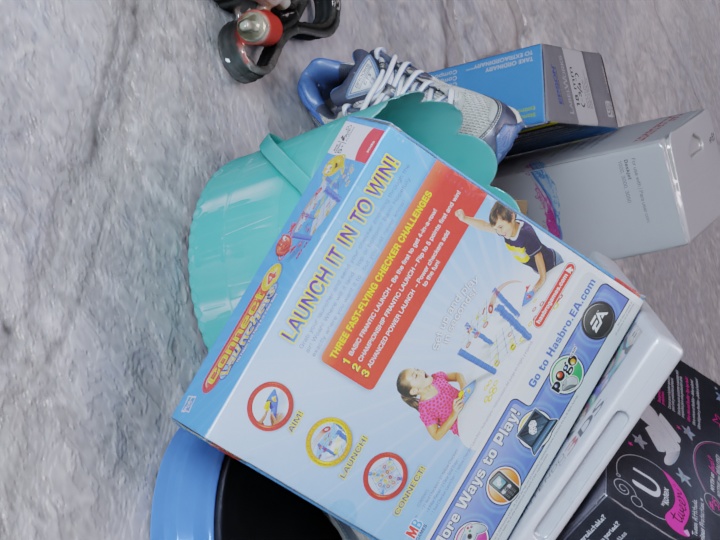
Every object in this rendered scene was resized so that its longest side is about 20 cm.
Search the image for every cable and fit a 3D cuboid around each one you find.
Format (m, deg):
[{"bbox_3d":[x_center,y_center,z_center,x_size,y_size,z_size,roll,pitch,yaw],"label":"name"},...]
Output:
[{"bbox_3d":[-0.045,-0.167,1.648,0.200,0.050,0.097,5,75,-64],"label":"cable"}]

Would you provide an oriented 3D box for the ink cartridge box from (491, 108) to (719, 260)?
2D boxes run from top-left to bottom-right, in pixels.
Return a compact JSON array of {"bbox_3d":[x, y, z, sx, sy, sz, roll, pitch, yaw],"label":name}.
[{"bbox_3d":[0.162,-0.053,1.872,0.144,0.199,0.085,-32,107,-65],"label":"ink cartridge box"}]

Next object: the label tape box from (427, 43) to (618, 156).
[{"bbox_3d":[0.084,-0.116,1.797,0.200,0.144,0.064,-5,83,-67],"label":"label tape box"}]

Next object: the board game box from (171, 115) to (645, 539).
[{"bbox_3d":[0.029,0.049,1.397,0.196,0.056,0.200,33,85,-25],"label":"board game box"}]

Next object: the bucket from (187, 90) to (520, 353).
[{"bbox_3d":[0.000,0.000,1.530,0.207,0.134,0.208,25,59,-51],"label":"bucket"}]

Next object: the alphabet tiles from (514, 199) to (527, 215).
[{"bbox_3d":[0.065,0.032,1.741,0.200,0.006,0.167,0,96,-47],"label":"alphabet tiles"}]

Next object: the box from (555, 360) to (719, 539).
[{"bbox_3d":[0.153,0.146,1.523,0.115,0.132,0.200,33,29,-12],"label":"box"}]

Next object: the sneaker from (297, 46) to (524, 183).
[{"bbox_3d":[0.023,-0.101,1.639,0.085,0.200,0.077,45,70,-32],"label":"sneaker"}]

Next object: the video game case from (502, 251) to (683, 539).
[{"bbox_3d":[0.113,0.090,1.490,0.024,0.182,0.200,31,9,-12],"label":"video game case"}]

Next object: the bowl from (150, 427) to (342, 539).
[{"bbox_3d":[-0.056,0.178,1.467,0.201,0.039,0.201,42,42,-53],"label":"bowl"}]

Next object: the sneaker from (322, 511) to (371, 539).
[{"bbox_3d":[0.022,0.200,1.494,0.200,0.086,0.078,51,23,-2],"label":"sneaker"}]
